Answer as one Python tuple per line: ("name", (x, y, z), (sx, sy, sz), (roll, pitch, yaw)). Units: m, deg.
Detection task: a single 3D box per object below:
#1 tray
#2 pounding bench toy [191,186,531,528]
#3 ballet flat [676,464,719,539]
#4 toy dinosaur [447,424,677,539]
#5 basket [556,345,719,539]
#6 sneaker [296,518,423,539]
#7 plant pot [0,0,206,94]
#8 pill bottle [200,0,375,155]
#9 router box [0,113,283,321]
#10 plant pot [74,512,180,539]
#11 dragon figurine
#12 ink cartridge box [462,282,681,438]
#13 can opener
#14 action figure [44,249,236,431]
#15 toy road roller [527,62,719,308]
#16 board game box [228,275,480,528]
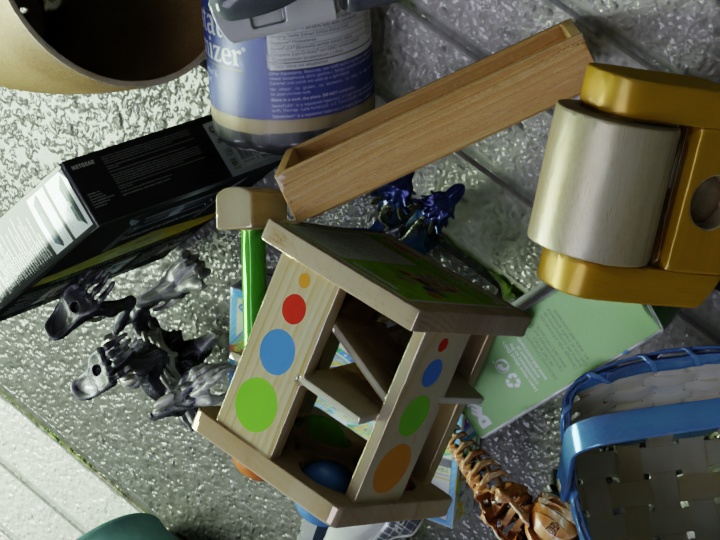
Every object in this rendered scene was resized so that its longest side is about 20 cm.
("tray", (0.047, -0.093, 1.168), (0.199, 0.099, 0.037), (-24, 100, 7))
("pounding bench toy", (-0.030, 0.053, 1.175), (0.200, 0.124, 0.156), (31, 105, 33))
("ballet flat", (0.277, 0.206, 1.227), (0.200, 0.072, 0.072), (51, 129, -2))
("toy dinosaur", (0.142, 0.169, 1.260), (0.102, 0.136, 0.200), (-35, 90, 40))
("basket", (0.195, 0.111, 1.121), (0.200, 0.176, 0.140), (102, 161, -72))
("sneaker", (-0.007, 0.218, 1.407), (0.080, 0.077, 0.200), (22, 145, 6))
("plant pot", (-0.217, -0.200, 1.322), (0.200, 0.186, 0.187), (-11, 105, 53))
("pill bottle", (-0.050, -0.186, 1.240), (0.112, 0.112, 0.201), (10, 116, 30))
("router box", (-0.170, -0.040, 1.330), (0.157, 0.200, 0.052), (-36, 83, 38))
("plant pot", (-0.164, 0.303, 1.504), (0.188, 0.200, 0.200), (49, 131, 25))
("dragon figurine", (0.000, 0.000, 1.284), (0.059, 0.099, 0.200), (46, 110, 10))
("ink cartridge box", (0.113, 0.047, 1.222), (0.200, 0.104, 0.059), (-34, 91, 28))
("can opener", (0.004, -0.180, 1.160), (0.067, 0.199, 0.054), (-127, 24, -65))
("action figure", (-0.142, 0.055, 1.386), (0.102, 0.200, 0.119), (-28, 75, 15))
("toy road roller", (0.170, -0.057, 1.107), (0.146, 0.199, 0.123), (32, 114, 55))
("board game box", (-0.006, 0.093, 1.389), (0.199, 0.034, 0.135), (19, 120, 26))
